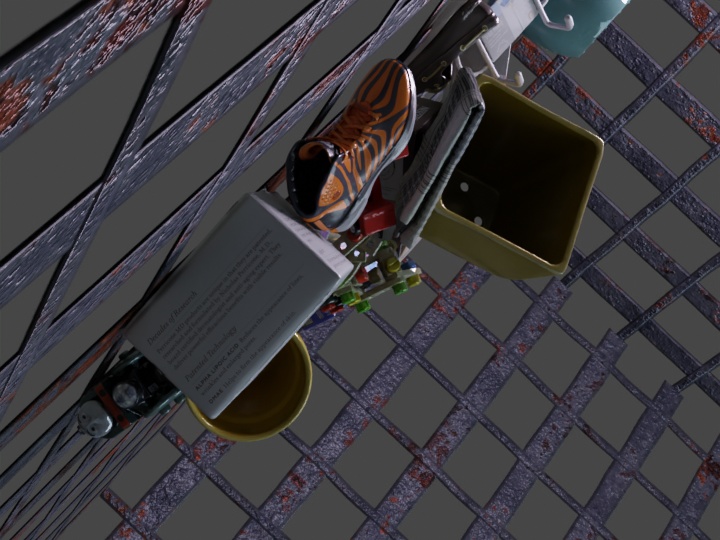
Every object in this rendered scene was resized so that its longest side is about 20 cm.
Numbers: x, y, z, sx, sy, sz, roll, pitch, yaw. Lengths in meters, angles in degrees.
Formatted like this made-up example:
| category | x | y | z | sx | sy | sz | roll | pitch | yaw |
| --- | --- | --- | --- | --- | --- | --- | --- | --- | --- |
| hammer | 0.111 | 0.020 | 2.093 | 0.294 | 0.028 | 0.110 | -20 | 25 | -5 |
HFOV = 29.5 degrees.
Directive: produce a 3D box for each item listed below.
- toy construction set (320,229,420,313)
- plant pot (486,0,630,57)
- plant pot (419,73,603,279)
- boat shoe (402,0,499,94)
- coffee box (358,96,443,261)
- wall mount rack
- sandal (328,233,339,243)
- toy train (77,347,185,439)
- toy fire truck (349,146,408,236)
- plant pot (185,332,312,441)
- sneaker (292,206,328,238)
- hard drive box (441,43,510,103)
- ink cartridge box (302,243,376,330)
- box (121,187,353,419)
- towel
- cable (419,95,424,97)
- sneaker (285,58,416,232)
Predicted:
| category | x | y | z | sx | sy | sz | roll | pitch | yaw |
| --- | --- | --- | --- | --- | --- | --- | --- | --- | --- |
| toy construction set | 0.000 | 0.000 | 1.768 | 0.130 | 0.093 | 0.200 | -23 | 158 | 7 |
| plant pot | 0.316 | -0.423 | 2.078 | 0.201 | 0.161 | 0.201 | -48 | 179 | -1 |
| plant pot | 0.162 | -0.101 | 1.774 | 0.200 | 0.194 | 0.196 | -27 | -141 | 65 |
| boat shoe | 0.091 | -0.256 | 1.684 | 0.200 | 0.059 | 0.072 | -48 | 179 | 30 |
| coffee box | 0.050 | -0.128 | 1.873 | 0.113 | 0.079 | 0.202 | -47 | 148 | -54 |
| wall mount rack | 0.196 | -0.343 | 1.765 | 0.200 | 0.174 | 0.074 | -48 | -141 | -18 |
| sandal | -0.066 | -0.076 | 2.016 | 0.200 | 0.080 | 0.054 | -27 | 138 | -76 |
| toy train | -0.254 | 0.136 | 1.568 | 0.114 | 0.085 | 0.200 | -38 | -179 | 14 |
| toy fire truck | -0.008 | -0.118 | 1.619 | 0.048 | 0.142 | 0.200 | -20 | -153 | -23 |
| plant pot | -0.182 | 0.142 | 2.139 | 0.201 | 0.201 | 0.189 | -47 | -166 | 4 |
| sneaker | -0.057 | -0.090 | 1.879 | 0.201 | 0.072 | 0.114 | -55 | 175 | -24 |
| hard drive box | 0.158 | -0.262 | 1.925 | 0.200 | 0.076 | 0.157 | 53 | 45 | -89 |
| ink cartridge box | -0.069 | -0.003 | 2.124 | 0.076 | 0.137 | 0.200 | -26 | -167 | 39 |
| box | -0.122 | 0.029 | 1.446 | 0.200 | 0.131 | 0.199 | -47 | 179 | 5 |
| towel | 0.087 | -0.141 | 1.650 | 0.193 | 0.034 | 0.201 | -91 | -153 | -68 |
| cable | 0.035 | -0.215 | 2.157 | 0.201 | 0.050 | 0.097 | -60 | 166 | -18 |
| sneaker | -0.010 | -0.137 | 1.436 | 0.201 | 0.077 | 0.112 | -67 | 156 | 0 |
